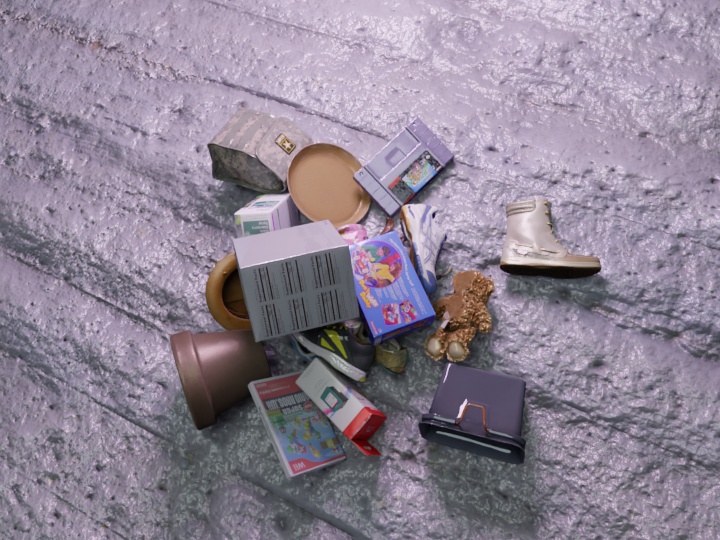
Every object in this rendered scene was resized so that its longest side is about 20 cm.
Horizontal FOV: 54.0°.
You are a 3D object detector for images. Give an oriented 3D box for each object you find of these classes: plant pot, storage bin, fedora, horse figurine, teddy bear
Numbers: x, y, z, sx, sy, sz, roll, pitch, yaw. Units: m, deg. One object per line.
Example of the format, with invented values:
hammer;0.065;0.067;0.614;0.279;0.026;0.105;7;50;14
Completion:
plant pot;-0.070;-0.183;1.546;0.197;0.027;0.203;8;69;-22
storage bin;0.220;0.258;1.321;0.197;0.146;0.136;10;63;16
fedora;-0.237;0.037;1.505;0.201;0.201;0.082;-48;26;-7
plant pot;-0.277;0.201;1.436;0.172;0.201;0.202;-16;67;-14
horse figurine;0.098;-0.017;1.486;0.132;0.050;0.200;-39;70;-9
teddy bear;0.200;0.096;1.398;0.144;0.067;0.202;-21;40;36

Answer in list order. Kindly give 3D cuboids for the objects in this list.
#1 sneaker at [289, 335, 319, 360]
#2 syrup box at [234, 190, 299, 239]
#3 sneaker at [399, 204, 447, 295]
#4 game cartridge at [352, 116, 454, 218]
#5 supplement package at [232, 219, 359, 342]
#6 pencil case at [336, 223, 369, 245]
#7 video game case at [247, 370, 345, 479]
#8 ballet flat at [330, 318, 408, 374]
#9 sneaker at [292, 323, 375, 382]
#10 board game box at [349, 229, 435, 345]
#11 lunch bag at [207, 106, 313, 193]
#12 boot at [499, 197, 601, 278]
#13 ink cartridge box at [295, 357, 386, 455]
sneaker;-0.132;0.092;1.457;0.071;0.072;0.202;-28;88;-14
syrup box;-0.195;-0.109;1.501;0.077;0.200;0.083;-3;107;12
sneaker;0.141;-0.048;1.435;0.087;0.075;0.203;-6;69;-10
game cartridge;0.097;-0.226;1.551;0.200;0.038;0.130;-43;78;-6
supplement package;-0.126;0.014;1.334;0.197;0.191;0.149;-12;110;-10
pencil case;0.000;0.000;1.485;0.083;0.086;0.202;-37;62;34
video game case;-0.125;0.297;1.387;0.017;0.142;0.202;-46;62;37
ballet flat;0.011;0.136;1.437;0.198;0.071;0.071;29;79;17
sneaker;-0.058;0.134;1.388;0.199;0.074;0.085;35;86;-5
board game box;0.048;0.032;1.402;0.133;0.045;0.202;-18;66;-13
lunch bag;-0.217;-0.267;1.584;0.197;0.119;0.165;17;48;14
boot;0.387;-0.067;1.428;0.197;0.072;0.157;4;69;14
ink cartridge box;-0.023;0.266;1.373;0.200;0.116;0.067;42;91;22
